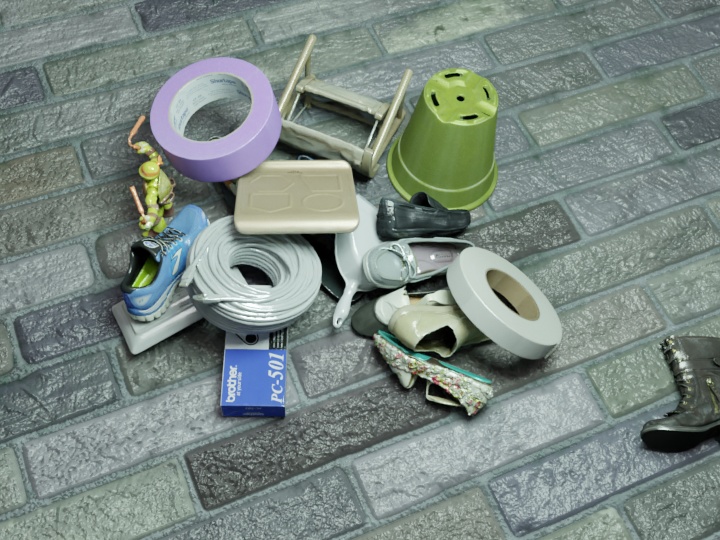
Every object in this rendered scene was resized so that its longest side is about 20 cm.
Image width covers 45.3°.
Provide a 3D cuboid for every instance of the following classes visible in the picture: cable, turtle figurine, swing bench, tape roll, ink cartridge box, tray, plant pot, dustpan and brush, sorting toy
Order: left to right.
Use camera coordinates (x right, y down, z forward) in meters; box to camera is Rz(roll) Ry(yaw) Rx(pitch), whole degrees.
[{"bbox_3d":[-0.323,-0.130,1.359,0.064,0.162,0.201,-7,60,-10],"label":"turtle figurine"},{"bbox_3d":[-0.277,0.039,1.314,0.199,0.022,0.108,-29,55,-10],"label":"tray"},{"bbox_3d":[-0.230,-0.242,1.378,0.199,0.066,0.201,-4,63,7],"label":"tape roll"},{"bbox_3d":[-0.159,0.006,1.278,0.199,0.069,0.200,17,45,-9],"label":"cable"},{"bbox_3d":[-0.155,0.118,1.295,0.094,0.044,0.201,1,59,-3],"label":"ink cartridge box"},{"bbox_3d":[-0.099,-0.111,1.336,0.184,0.037,0.200,-1,34,-4],"label":"sorting toy"},{"bbox_3d":[-0.040,-0.269,1.493,0.198,0.130,0.201,23,65,7],"label":"swing bench"},{"bbox_3d":[0.000,0.000,1.349,0.139,0.057,0.201,37,51,-28],"label":"dustpan and brush"},{"bbox_3d":[0.153,-0.229,1.448,0.199,0.190,0.201,3,60,-5],"label":"plant pot"},{"bbox_3d":[0.220,0.048,1.313,0.202,0.037,0.203,30,29,-18],"label":"tape roll"}]

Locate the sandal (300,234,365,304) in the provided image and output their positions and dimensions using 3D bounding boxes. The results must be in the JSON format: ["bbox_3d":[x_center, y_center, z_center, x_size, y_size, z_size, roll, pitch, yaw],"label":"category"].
[{"bbox_3d":[-0.075,-0.022,1.381,0.200,0.048,0.075,31,61,10],"label":"sandal"}]

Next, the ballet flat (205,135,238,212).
[{"bbox_3d":[-0.203,-0.151,1.437,0.073,0.073,0.200,-28,66,-20],"label":"ballet flat"}]

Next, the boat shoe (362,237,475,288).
[{"bbox_3d":[0.091,-0.019,1.348,0.201,0.065,0.075,-5,77,-37],"label":"boat shoe"}]

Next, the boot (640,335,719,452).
[{"bbox_3d":[0.495,0.179,1.318,0.199,0.069,0.175,-3,54,-12],"label":"boot"}]

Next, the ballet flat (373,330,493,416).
[{"bbox_3d":[0.100,0.157,1.287,0.199,0.076,0.064,24,93,15],"label":"ballet flat"}]

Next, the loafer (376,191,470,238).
[{"bbox_3d":[0.106,-0.092,1.392,0.200,0.068,0.071,-7,98,-42],"label":"loafer"}]

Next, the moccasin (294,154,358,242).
[{"bbox_3d":[-0.050,-0.110,1.426,0.200,0.068,0.080,41,62,14],"label":"moccasin"}]

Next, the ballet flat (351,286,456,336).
[{"bbox_3d":[0.084,0.054,1.342,0.199,0.068,0.068,-9,61,-10],"label":"ballet flat"}]

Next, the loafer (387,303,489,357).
[{"bbox_3d":[0.137,0.093,1.299,0.199,0.076,0.068,-2,46,-25],"label":"loafer"}]

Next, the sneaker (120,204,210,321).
[{"bbox_3d":[-0.291,-0.024,1.293,0.078,0.089,0.200,14,58,19],"label":"sneaker"}]
